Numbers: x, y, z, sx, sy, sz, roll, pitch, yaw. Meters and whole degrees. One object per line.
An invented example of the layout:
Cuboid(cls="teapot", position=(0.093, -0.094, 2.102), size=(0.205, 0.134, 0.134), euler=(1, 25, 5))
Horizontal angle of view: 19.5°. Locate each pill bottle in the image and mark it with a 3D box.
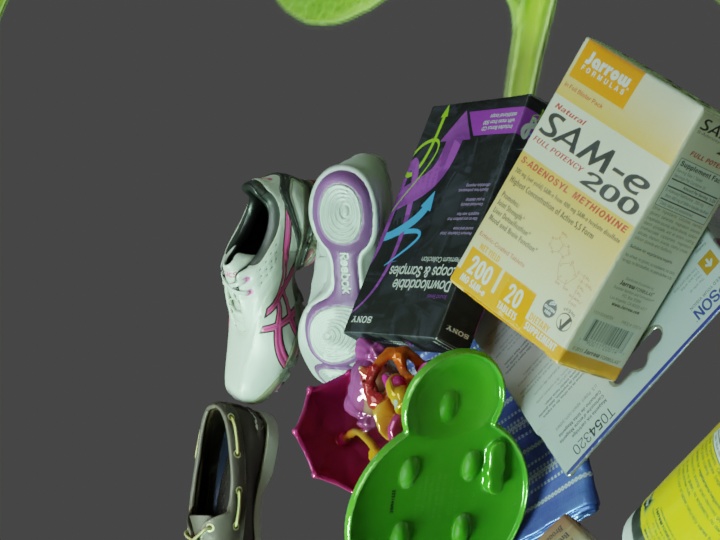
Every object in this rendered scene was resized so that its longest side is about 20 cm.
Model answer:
Cuboid(cls="pill bottle", position=(0.267, 0.138, 1.332), size=(0.200, 0.112, 0.113), euler=(-51, 49, 28))

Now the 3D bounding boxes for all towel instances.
Cuboid(cls="towel", position=(0.103, 0.121, 1.588), size=(0.145, 0.024, 0.200), euler=(-37, 56, 37))

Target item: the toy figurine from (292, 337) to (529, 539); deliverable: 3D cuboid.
Cuboid(cls="toy figurine", position=(0.019, 0.117, 1.565), size=(0.184, 0.150, 0.200), euler=(38, 128, 55))

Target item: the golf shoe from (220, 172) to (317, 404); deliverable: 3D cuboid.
Cuboid(cls="golf shoe", position=(-0.090, 0.014, 1.776), size=(0.073, 0.092, 0.200), euler=(19, 98, 47))

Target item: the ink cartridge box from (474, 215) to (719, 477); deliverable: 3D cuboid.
Cuboid(cls="ink cartridge box", position=(0.172, 0.015, 1.507), size=(0.196, 0.043, 0.200), euler=(-50, 49, 21))

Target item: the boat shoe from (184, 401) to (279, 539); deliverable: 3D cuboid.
Cuboid(cls="boat shoe", position=(-0.118, 0.211, 1.771), size=(0.072, 0.059, 0.200), euler=(-8, 67, 48))

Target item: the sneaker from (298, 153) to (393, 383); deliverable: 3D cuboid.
Cuboid(cls="sneaker", position=(0.000, 0.000, 1.703), size=(0.075, 0.100, 0.200), euler=(12, 113, 14))

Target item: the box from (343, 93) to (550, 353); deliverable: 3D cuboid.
Cuboid(cls="box", position=(0.067, -0.034, 1.591), size=(0.143, 0.036, 0.200), euler=(-1, 67, 61))

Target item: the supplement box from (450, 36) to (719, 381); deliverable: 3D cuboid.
Cuboid(cls="supplement box", position=(0.166, -0.043, 1.450), size=(0.126, 0.073, 0.200), euler=(38, 104, 43))

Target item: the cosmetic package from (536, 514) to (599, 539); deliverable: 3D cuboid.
Cuboid(cls="cosmetic package", position=(0.178, 0.271, 1.404), size=(0.103, 0.087, 0.200), euler=(-47, 47, 0))
